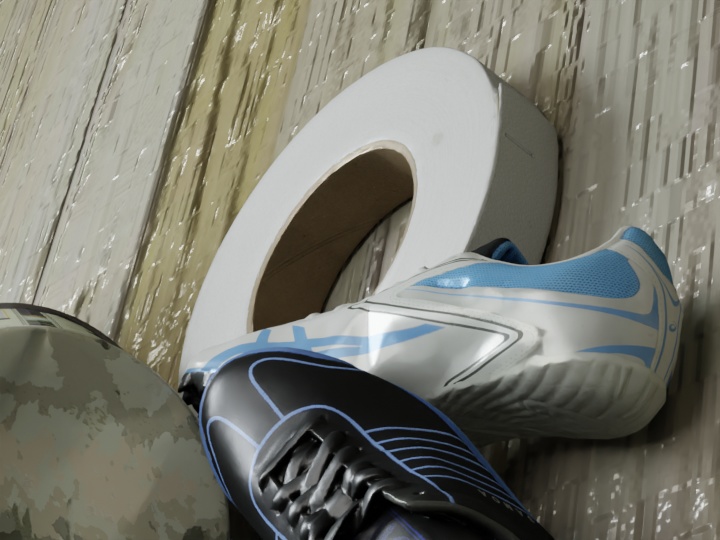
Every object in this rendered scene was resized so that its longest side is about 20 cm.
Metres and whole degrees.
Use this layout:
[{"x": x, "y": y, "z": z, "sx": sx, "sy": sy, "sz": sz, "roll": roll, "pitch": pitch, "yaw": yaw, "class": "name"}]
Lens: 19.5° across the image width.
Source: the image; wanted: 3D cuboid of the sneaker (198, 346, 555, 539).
[{"x": 0.011, "y": 0.078, "z": 0.640, "sx": 0.200, "sy": 0.078, "sz": 0.070, "roll": 35, "pitch": 90, "yaw": 34, "class": "sneaker"}]

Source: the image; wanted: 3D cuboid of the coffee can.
[{"x": -0.135, "y": 0.089, "z": 0.818, "sx": 0.147, "sy": 0.146, "sz": 0.200, "roll": -59, "pitch": 10, "yaw": -5, "class": "coffee can"}]

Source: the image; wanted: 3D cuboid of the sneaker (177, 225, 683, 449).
[{"x": 0.023, "y": 0.029, "z": 0.740, "sx": 0.199, "sy": 0.072, "sz": 0.073, "roll": -9, "pitch": 50, "yaw": 34, "class": "sneaker"}]

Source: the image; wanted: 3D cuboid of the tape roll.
[{"x": 0.000, "y": 0.000, "z": 0.869, "sx": 0.203, "sy": 0.037, "sz": 0.204, "roll": -39, "pitch": 32, "yaw": 30, "class": "tape roll"}]
